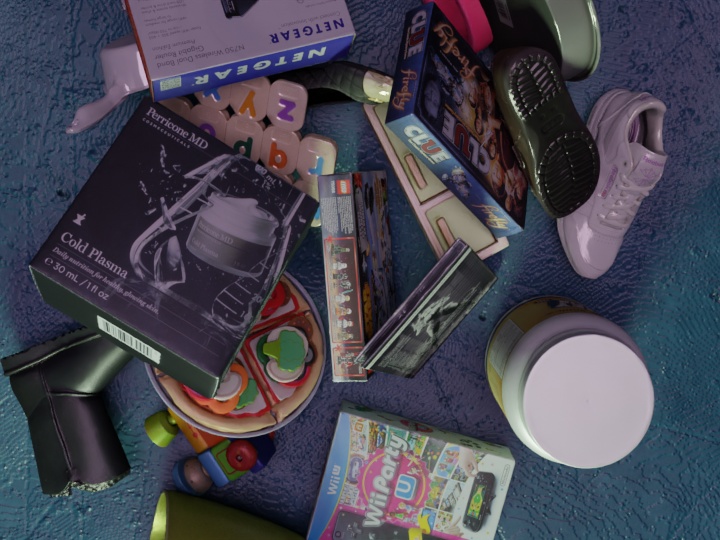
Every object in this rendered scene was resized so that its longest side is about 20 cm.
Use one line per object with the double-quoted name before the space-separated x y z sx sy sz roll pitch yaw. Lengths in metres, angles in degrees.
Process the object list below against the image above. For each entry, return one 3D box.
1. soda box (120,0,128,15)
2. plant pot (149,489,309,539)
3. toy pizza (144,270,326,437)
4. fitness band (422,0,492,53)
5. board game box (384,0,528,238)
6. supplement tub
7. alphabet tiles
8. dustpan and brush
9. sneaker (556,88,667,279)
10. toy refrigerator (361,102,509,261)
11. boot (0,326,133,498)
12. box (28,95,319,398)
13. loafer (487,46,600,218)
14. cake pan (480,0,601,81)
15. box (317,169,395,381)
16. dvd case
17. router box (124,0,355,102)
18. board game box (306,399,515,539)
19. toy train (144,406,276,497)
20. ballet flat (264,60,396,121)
"soda box" -0.148 -0.305 0.952 0.196 0.068 0.065 -8 92 1
"plant pot" -0.124 0.339 0.975 0.196 0.187 0.191 10 96 -16
"toy pizza" -0.127 0.072 0.959 0.197 0.032 0.204 8 66 -18
"fitness band" 0.071 -0.308 0.913 0.037 0.144 0.202 -31 89 -3
"board game box" 0.104 -0.142 0.897 0.034 0.199 0.138 -13 53 37
"supplement tub" 0.206 0.108 0.926 0.142 0.200 0.148 0 96 0
"alphabet tiles" -0.123 -0.116 0.956 0.197 0.015 0.198 16 122 5
"dustpan and brush" -0.221 -0.191 0.894 0.138 0.200 0.058 1 118 33
"sneaker" 0.263 -0.089 0.955 0.074 0.099 0.204 9 97 -20
"toy refrigerator" 0.078 -0.101 0.972 0.075 0.070 0.202 -26 95 2
"boot" -0.278 0.143 0.993 0.197 0.076 0.171 -21 92 9
"box" -0.175 -0.018 0.885 0.198 0.124 0.199 30 69 -3
"loafer" 0.181 -0.141 0.906 0.072 0.071 0.202 -28 127 -3
"cake pan" 0.153 -0.262 0.889 0.036 0.200 0.202 -34 94 -7
"box" 0.000 0.000 0.947 0.039 0.137 0.204 -2 96 15
"dvd case" 0.072 0.045 0.927 0.016 0.200 0.149 42 94 18
"router box" -0.124 -0.271 0.864 0.197 0.049 0.182 -17 80 -14
"board game box" 0.054 0.244 1.010 0.196 0.064 0.150 15 95 0
"toy train" -0.190 0.146 0.998 0.115 0.085 0.202 -33 95 17
"ballet flat" -0.029 -0.176 0.923 0.066 0.198 0.058 18 85 -42
